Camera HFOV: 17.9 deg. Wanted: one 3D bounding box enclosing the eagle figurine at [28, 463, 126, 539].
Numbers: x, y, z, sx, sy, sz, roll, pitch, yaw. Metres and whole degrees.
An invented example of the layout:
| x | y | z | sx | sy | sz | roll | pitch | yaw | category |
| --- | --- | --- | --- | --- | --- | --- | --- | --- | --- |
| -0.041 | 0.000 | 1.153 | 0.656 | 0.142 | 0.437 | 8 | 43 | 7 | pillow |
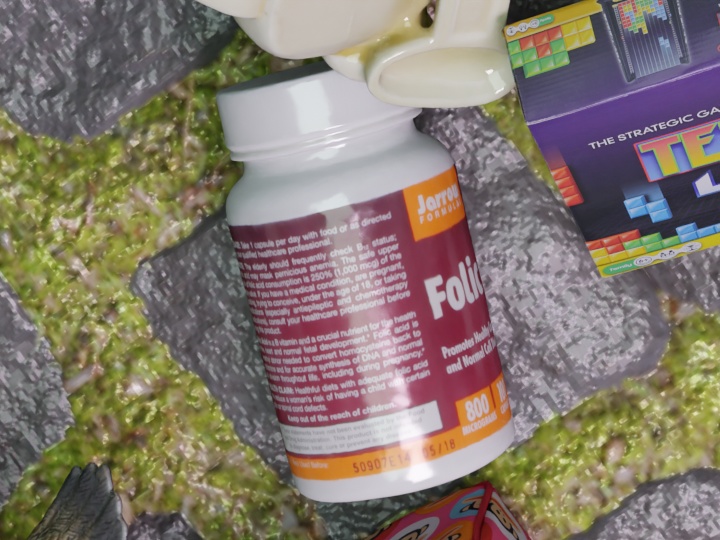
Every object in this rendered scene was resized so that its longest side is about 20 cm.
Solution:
| x | y | z | sx | sy | sz | roll | pitch | yaw | category |
| --- | --- | --- | --- | --- | --- | --- | --- | --- | --- |
| -0.195 | 0.181 | 1.147 | 0.151 | 0.151 | 0.201 | -22 | 143 | -21 | eagle figurine |

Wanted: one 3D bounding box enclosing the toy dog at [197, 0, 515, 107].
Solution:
| x | y | z | sx | sy | sz | roll | pitch | yaw | category |
| --- | --- | --- | --- | --- | --- | --- | --- | --- | --- |
| -0.018 | -0.180 | 1.047 | 0.193 | 0.201 | 0.140 | -14 | 139 | -11 | toy dog |

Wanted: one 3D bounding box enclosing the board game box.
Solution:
| x | y | z | sx | sy | sz | roll | pitch | yaw | category |
| --- | --- | --- | --- | --- | --- | --- | --- | --- | --- |
| 0.182 | -0.078 | 1.038 | 0.199 | 0.165 | 0.057 | -17 | 62 | 12 | board game box |

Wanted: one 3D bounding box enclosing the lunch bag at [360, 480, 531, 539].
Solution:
| x | y | z | sx | sy | sz | roll | pitch | yaw | category |
| --- | --- | --- | --- | --- | --- | --- | --- | --- | --- |
| -0.003 | 0.193 | 1.108 | 0.199 | 0.176 | 0.082 | -33 | 94 | 13 | lunch bag |

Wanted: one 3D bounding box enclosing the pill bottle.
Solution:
| x | y | z | sx | sy | sz | roll | pitch | yaw | category |
| --- | --- | --- | --- | --- | --- | --- | --- | --- | --- |
| 0.000 | 0.000 | 1.104 | 0.113 | 0.114 | 0.201 | -12 | 99 | 10 | pill bottle |
